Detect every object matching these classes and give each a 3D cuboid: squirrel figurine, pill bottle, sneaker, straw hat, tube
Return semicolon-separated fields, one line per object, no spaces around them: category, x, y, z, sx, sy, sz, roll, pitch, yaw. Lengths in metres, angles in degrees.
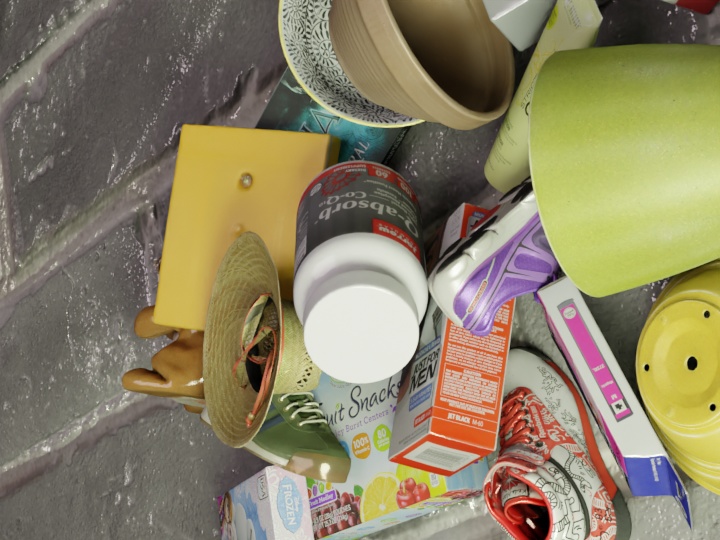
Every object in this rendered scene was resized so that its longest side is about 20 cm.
squirrel figurine;-0.136;0.044;1.546;0.198;0.141;0.189;-3;73;34
pill bottle;0.000;0.000;1.275;0.117;0.115;0.201;-58;17;27
sneaker;-0.077;0.124;1.395;0.199;0.067;0.091;20;98;47
sneaker;0.137;0.143;1.218;0.067;0.107;0.203;-48;53;33
straw hat;-0.071;0.068;1.338;0.201;0.084;0.204;-174;90;-66
sneaker;0.142;-0.024;1.214;0.084;0.200;0.081;51;166;-9
tube;0.153;-0.151;1.231;0.058;0.052;0.201;39;136;19

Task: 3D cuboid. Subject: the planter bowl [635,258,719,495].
planter bowl;0.264;0.070;1.101;0.199;0.083;0.204;-6;82;48

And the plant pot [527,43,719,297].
plant pot;0.251;-0.087;1.085;0.198;0.186;0.190;-9;79;32

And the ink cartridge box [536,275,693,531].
ink cartridge box;0.199;0.107;1.166;0.037;0.095;0.201;-27;60;1

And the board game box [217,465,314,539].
board game box;-0.088;0.304;1.452;0.199;0.043;0.203;140;125;-64

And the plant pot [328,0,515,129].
plant pot;0.037;-0.201;1.250;0.092;0.200;0.204;-24;67;32

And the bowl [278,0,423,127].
bowl;0.027;-0.223;1.371;0.094;0.198;0.204;65;-153;-85

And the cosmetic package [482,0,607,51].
cosmetic package;0.134;-0.304;1.278;0.101;0.071;0.202;-28;64;20

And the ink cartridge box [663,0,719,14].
ink cartridge box;0.197;-0.289;1.130;0.084;0.198;0.145;-47;54;34

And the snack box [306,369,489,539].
snack box;0.019;0.146;1.383;0.199;0.067;0.171;-27;67;43

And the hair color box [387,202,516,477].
hair color box;0.081;0.060;1.258;0.111;0.063;0.203;132;152;-64

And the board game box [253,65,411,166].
board game box;-0.048;-0.109;1.469;0.135;0.028;0.201;40;121;13

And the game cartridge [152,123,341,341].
game cartridge;-0.111;-0.037;1.449;0.174;0.032;0.203;7;87;28
